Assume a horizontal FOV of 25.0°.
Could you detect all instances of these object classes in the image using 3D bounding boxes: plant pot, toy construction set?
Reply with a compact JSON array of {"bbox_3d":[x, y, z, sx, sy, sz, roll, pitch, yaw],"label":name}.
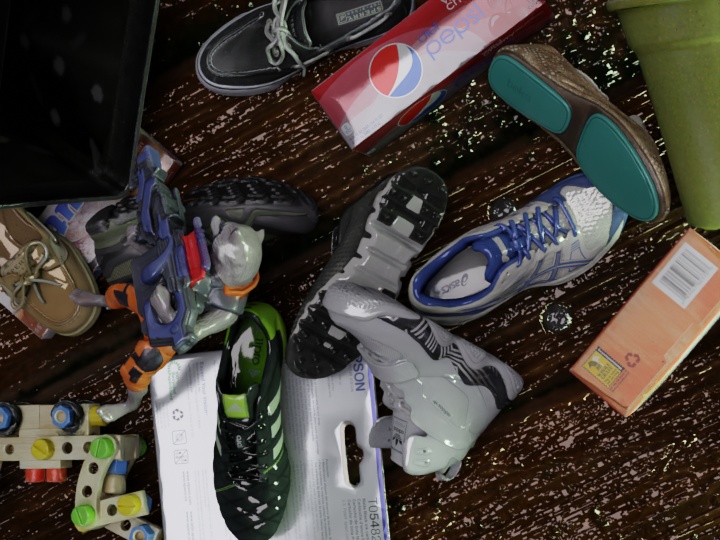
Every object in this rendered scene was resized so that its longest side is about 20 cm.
[{"bbox_3d":[0.301,-0.132,1.237,0.200,0.200,0.184,-8,98,13],"label":"plant pot"},{"bbox_3d":[-0.306,-0.177,1.345,0.177,0.200,0.200,32,119,42],"label":"plant pot"},{"bbox_3d":[-0.270,0.178,1.401,0.200,0.092,0.131,-2,86,5],"label":"toy construction set"}]

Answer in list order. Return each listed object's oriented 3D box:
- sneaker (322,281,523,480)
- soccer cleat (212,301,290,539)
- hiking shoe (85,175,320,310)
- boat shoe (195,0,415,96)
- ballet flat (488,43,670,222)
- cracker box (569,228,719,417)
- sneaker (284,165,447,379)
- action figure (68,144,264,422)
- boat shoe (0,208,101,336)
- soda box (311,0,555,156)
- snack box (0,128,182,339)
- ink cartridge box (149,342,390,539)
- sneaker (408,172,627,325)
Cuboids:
[{"bbox_3d":[0.034,0.093,1.288,0.115,0.200,0.075,-61,33,-1],"label":"sneaker"},{"bbox_3d":[-0.094,0.125,1.321,0.067,0.081,0.200,1,88,13],"label":"soccer cleat"},{"bbox_3d":[-0.129,-0.020,1.389,0.200,0.076,0.101,-6,110,7],"label":"hiking shoe"},{"bbox_3d":[-0.052,-0.200,1.368,0.199,0.068,0.074,-12,86,13],"label":"boat shoe"},{"bbox_3d":[0.189,-0.119,1.299,0.200,0.065,0.071,48,140,21],"label":"ballet flat"},{"bbox_3d":[0.230,0.039,1.229,0.058,0.200,0.134,41,97,12],"label":"cracker box"},{"bbox_3d":[0.000,0.000,1.344,0.066,0.090,0.200,31,92,-17],"label":"sneaker"},{"bbox_3d":[-0.151,0.006,1.307,0.193,0.105,0.200,-32,51,34],"label":"action figure"},{"bbox_3d":[-0.304,-0.022,1.400,0.073,0.063,0.200,-46,77,8],"label":"boat shoe"},{"bbox_3d":[0.061,-0.179,1.341,0.200,0.070,0.063,-37,80,10],"label":"soda box"},{"bbox_3d":[-0.244,-0.038,1.431,0.072,0.024,0.200,39,97,13],"label":"snack box"},{"bbox_3d":[-0.074,0.161,1.378,0.200,0.041,0.200,-6,87,13],"label":"ink cartridge box"},{"bbox_3d":[0.129,-0.014,1.312,0.200,0.088,0.075,-33,80,9],"label":"sneaker"}]
